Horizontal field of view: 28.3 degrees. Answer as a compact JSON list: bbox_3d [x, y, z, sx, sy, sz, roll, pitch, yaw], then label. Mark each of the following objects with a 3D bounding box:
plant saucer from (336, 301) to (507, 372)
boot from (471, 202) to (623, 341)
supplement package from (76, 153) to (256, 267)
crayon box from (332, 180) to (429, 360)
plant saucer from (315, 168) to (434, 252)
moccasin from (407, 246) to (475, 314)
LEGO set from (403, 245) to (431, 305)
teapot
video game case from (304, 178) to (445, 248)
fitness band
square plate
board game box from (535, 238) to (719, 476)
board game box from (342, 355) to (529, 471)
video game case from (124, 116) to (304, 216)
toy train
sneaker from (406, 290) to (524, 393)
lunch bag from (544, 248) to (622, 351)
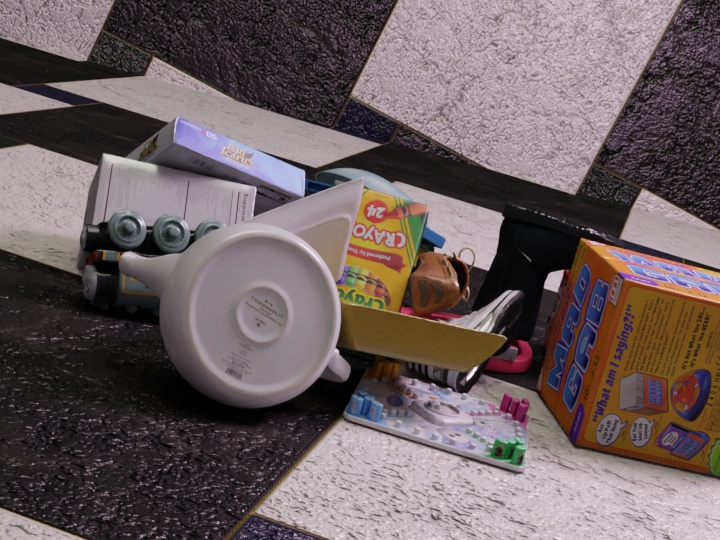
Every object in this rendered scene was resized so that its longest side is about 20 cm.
[{"bbox_3d":[0.033,0.073,1.583,0.198,0.049,0.200,13,-4,-22],"label":"plant saucer"},{"bbox_3d":[0.241,0.014,1.859,0.076,0.170,0.199,10,7,-44],"label":"boot"},{"bbox_3d":[-0.242,-0.054,1.784,0.198,0.115,0.110,12,-24,-16],"label":"supplement package"},{"bbox_3d":[0.000,0.000,1.749,0.126,0.202,0.051,15,-23,4],"label":"crayon box"},{"bbox_3d":[0.029,-0.094,2.016,0.200,0.039,0.201,31,-12,8],"label":"plant saucer"},{"bbox_3d":[0.104,0.011,1.750,0.077,0.075,0.201,-5,1,7],"label":"moccasin"},{"bbox_3d":[0.043,0.020,1.959,0.153,0.117,0.200,30,-5,-15],"label":"LEGO set"},{"bbox_3d":[-0.120,0.048,1.463,0.196,0.202,0.146,-19,4,-22],"label":"teapot"},{"bbox_3d":[0.004,-0.080,1.938,0.143,0.018,0.199,29,-7,-40],"label":"video game case"},{"bbox_3d":[0.132,0.091,1.873,0.198,0.038,0.144,12,10,-17],"label":"fitness band"},{"bbox_3d":[-0.088,-0.008,1.595,0.197,0.201,0.029,-23,64,-22],"label":"square plate"},{"bbox_3d":[0.349,0.100,1.697,0.198,0.202,0.200,13,13,-10],"label":"board game box"},{"bbox_3d":[0.091,0.152,1.572,0.198,0.026,0.200,16,12,5],"label":"board game box"},{"bbox_3d":[-0.203,-0.112,1.846,0.199,0.046,0.181,22,-34,-33],"label":"video game case"},{"bbox_3d":[-0.229,-0.003,1.659,0.198,0.115,0.085,6,-13,-25],"label":"toy train"},{"bbox_3d":[0.120,0.067,1.760,0.114,0.076,0.200,20,35,24],"label":"sneaker"},{"bbox_3d":[0.314,0.052,1.920,0.081,0.178,0.200,17,11,-5],"label":"lunch bag"}]
